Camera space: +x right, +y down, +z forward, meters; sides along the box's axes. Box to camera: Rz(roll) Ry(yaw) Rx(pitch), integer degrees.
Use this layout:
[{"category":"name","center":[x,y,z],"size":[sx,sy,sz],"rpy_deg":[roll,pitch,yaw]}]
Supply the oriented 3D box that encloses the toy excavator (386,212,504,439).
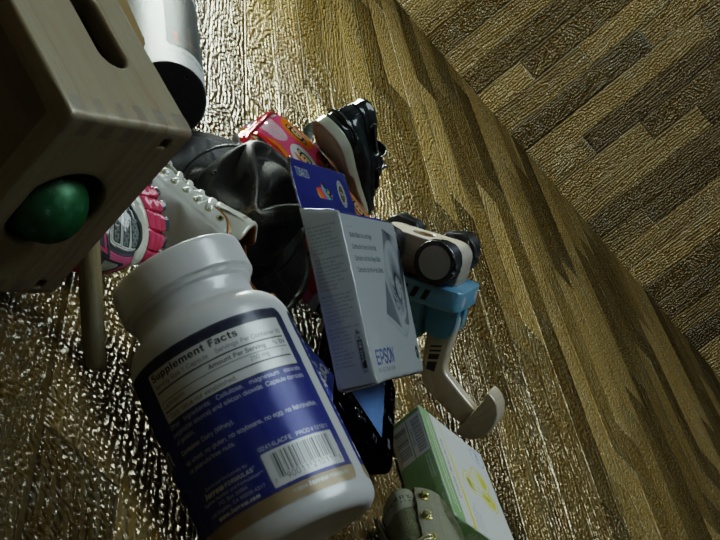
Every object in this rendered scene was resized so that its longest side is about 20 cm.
[{"category":"toy excavator","center":[0.077,0.058,1.547],"size":[0.193,0.202,0.100],"rpy_deg":[18,15,16]}]

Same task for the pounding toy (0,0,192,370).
[{"category":"pounding toy","center":[-0.200,-0.069,0.897],"size":[0.142,0.184,0.201],"rpy_deg":[3,50,-55]}]

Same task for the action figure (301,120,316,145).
[{"category":"action figure","center":[-0.021,-0.076,1.648],"size":[0.118,0.054,0.201],"rpy_deg":[33,28,-58]}]

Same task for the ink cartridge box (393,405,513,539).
[{"category":"ink cartridge box","center":[0.114,0.233,1.356],"size":[0.200,0.048,0.146],"rpy_deg":[39,19,-34]}]

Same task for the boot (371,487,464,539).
[{"category":"boot","center":[0.040,0.225,1.104],"size":[0.200,0.072,0.155],"rpy_deg":[46,16,-40]}]

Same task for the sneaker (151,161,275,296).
[{"category":"sneaker","center":[-0.129,-0.044,1.137],"size":[0.201,0.084,0.073],"rpy_deg":[62,11,3]}]

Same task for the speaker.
[{"category":"speaker","center":[-0.191,-0.206,1.379],"size":[0.081,0.081,0.201],"rpy_deg":[43,18,-30]}]

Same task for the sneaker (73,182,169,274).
[{"category":"sneaker","center":[-0.218,-0.084,1.040],"size":[0.074,0.081,0.200],"rpy_deg":[-21,63,-43]}]

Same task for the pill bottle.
[{"category":"pill bottle","center":[-0.081,0.085,0.945],"size":[0.201,0.115,0.116],"rpy_deg":[63,18,17]}]

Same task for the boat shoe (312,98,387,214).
[{"category":"boat shoe","center":[-0.002,-0.117,1.513],"size":[0.074,0.066,0.200],"rpy_deg":[43,-13,26]}]

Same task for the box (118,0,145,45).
[{"category":"box","center":[-0.230,-0.206,1.164],"size":[0.201,0.021,0.165],"rpy_deg":[-85,157,-55]}]

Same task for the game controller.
[{"category":"game controller","center":[-0.002,0.106,1.307],"size":[0.104,0.042,0.200],"rpy_deg":[48,16,-14]}]

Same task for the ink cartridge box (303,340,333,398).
[{"category":"ink cartridge box","center":[-0.067,0.105,1.110],"size":[0.094,0.044,0.200],"rpy_deg":[49,15,-17]}]

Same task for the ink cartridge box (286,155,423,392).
[{"category":"ink cartridge box","center":[0.000,0.000,1.271],"size":[0.199,0.040,0.202],"rpy_deg":[0,76,-76]}]

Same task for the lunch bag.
[{"category":"lunch bag","center":[-0.064,-0.052,1.419],"size":[0.200,0.082,0.176],"rpy_deg":[50,19,-7]}]

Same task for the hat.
[{"category":"hat","center":[-0.092,-0.053,1.242],"size":[0.200,0.081,0.202],"rpy_deg":[34,40,-33]}]
